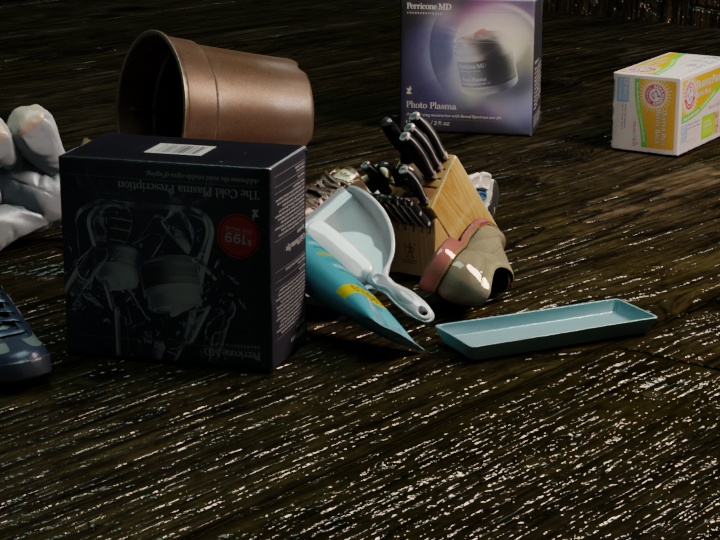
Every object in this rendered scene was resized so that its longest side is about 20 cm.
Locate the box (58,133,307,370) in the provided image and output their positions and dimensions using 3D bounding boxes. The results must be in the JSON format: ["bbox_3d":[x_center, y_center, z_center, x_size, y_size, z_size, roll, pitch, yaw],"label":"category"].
[{"bbox_3d":[-0.154,-0.019,1.537,0.199,0.183,0.104,4,17,16],"label":"box"}]

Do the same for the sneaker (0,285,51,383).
[{"bbox_3d":[-0.330,0.041,1.509,0.070,0.082,0.200,-10,19,-33],"label":"sneaker"}]

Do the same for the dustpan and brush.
[{"bbox_3d":[0.000,0.000,1.656,0.140,0.057,0.200,-41,63,-17],"label":"dustpan and brush"}]

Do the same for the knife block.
[{"bbox_3d":[0.075,-0.089,1.791,0.064,0.176,0.200,11,19,31],"label":"knife block"}]

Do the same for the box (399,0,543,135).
[{"bbox_3d":[0.161,-0.307,2.515,0.199,0.199,0.123,3,16,12],"label":"box"}]

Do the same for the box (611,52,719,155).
[{"bbox_3d":[0.439,-0.236,2.423,0.101,0.113,0.200,10,20,32],"label":"box"}]

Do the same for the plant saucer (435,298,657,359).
[{"bbox_3d":[0.171,0.054,1.582,0.199,0.019,0.070,-8,18,-25],"label":"plant saucer"}]

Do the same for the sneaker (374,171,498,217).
[{"bbox_3d":[0.065,-0.072,1.950,0.086,0.075,0.200,4,7,41],"label":"sneaker"}]

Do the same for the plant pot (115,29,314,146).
[{"bbox_3d":[-0.177,-0.197,2.171,0.198,0.201,0.200,-2,14,-32],"label":"plant pot"}]

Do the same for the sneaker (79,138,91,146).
[{"bbox_3d":[-0.311,-0.105,2.062,0.075,0.071,0.200,26,7,-13],"label":"sneaker"}]

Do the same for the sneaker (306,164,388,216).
[{"bbox_3d":[-0.039,-0.081,1.890,0.070,0.076,0.200,31,21,24],"label":"sneaker"}]

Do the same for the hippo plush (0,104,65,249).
[{"bbox_3d":[-0.388,-0.113,1.908,0.200,0.160,0.161,-11,20,-32],"label":"hippo plush"}]

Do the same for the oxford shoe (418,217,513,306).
[{"bbox_3d":[0.118,0.001,1.717,0.075,0.071,0.200,31,22,10],"label":"oxford shoe"}]

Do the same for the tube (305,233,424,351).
[{"bbox_3d":[-0.024,0.015,1.584,0.077,0.050,0.200,25,9,-47],"label":"tube"}]
